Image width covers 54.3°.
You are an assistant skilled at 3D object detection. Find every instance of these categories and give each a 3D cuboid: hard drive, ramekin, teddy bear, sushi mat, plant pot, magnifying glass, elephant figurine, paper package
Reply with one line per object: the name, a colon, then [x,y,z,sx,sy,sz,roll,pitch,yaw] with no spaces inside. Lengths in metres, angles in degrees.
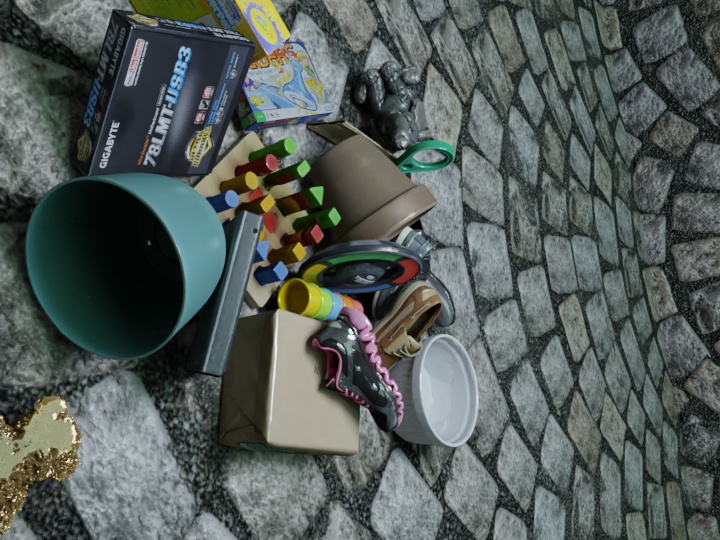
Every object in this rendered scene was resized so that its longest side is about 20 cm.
hard drive: [-0.175,0.034,0.899,0.033,0.139,0.202,16,78,-19]
ramekin: [0.124,0.224,1.289,0.199,0.104,0.202,20,64,-47]
teddy bear: [-0.379,0.198,0.690,0.145,0.066,0.200,54,49,-14]
sushi mat: [0.002,-0.223,1.273,0.199,0.095,0.012,26,74,-46]
plant pot: [-0.250,-0.022,0.813,0.202,0.199,0.161,69,22,-11]
magnifying glass: [0.078,-0.190,1.271,0.079,0.198,0.023,27,58,-49]
plant pot: [0.006,-0.130,1.193,0.176,0.200,0.200,57,38,2]
elephant figurine: [0.068,-0.279,1.332,0.154,0.141,0.202,0,65,-37]
paper package: [-0.094,0.169,1.026,0.199,0.103,0.193,23,62,-48]

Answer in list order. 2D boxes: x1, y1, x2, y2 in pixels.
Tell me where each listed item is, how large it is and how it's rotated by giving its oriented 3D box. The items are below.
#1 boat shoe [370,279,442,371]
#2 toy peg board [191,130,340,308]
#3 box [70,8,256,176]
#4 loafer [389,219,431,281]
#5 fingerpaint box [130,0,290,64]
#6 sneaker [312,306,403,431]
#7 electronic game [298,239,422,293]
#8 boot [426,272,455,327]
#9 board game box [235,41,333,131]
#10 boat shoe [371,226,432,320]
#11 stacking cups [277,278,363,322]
boat shoe: [0.069,0.113,1.200,0.075,0.074,0.201,22,102,-49]
toy peg board: [-0.134,-0.088,1.053,0.201,0.097,0.200,57,41,-24]
box: [-0.244,-0.213,0.885,0.050,0.201,0.198,39,28,23]
loafer: [0.089,-0.072,1.311,0.071,0.063,0.201,8,48,-32]
fingerpaint box: [-0.219,-0.370,0.969,0.201,0.166,0.074,57,41,-23]
sneaker: [-0.008,0.156,1.013,0.095,0.079,0.201,-32,107,-28]
electronic game: [0.000,0.000,1.116,0.199,0.199,0.042,18,60,-48]
boot: [0.098,0.039,1.352,0.131,0.070,0.201,-30,91,-49]
board game box: [-0.139,-0.305,1.147,0.199,0.034,0.136,-26,91,-52]
boat shoe: [0.072,0.020,1.231,0.073,0.061,0.201,-44,157,-52]
stacking cups: [-0.054,0.052,1.127,0.200,0.060,0.061,13,69,-61]
